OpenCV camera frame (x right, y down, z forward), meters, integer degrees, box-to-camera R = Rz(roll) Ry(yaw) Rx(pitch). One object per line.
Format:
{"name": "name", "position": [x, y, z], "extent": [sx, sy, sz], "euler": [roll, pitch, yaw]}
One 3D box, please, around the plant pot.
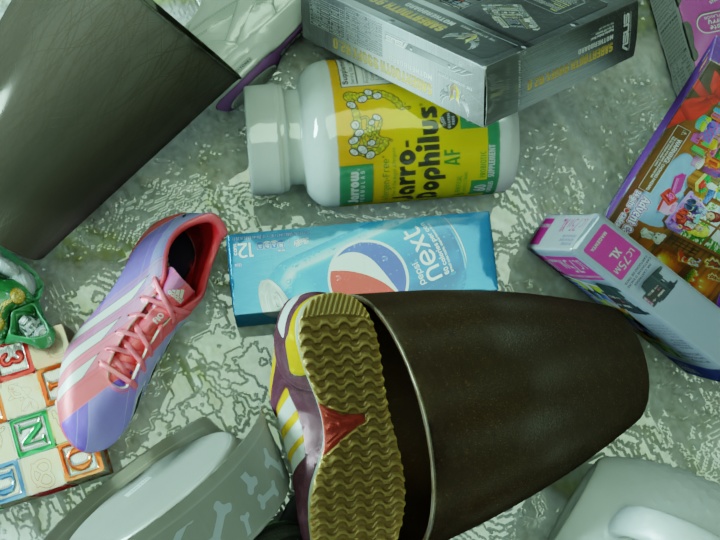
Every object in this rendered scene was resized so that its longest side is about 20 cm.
{"name": "plant pot", "position": [0.100, 0.090, 0.981], "extent": [0.200, 0.187, 0.187], "euler": [-12, 81, -21]}

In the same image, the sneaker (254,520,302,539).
{"name": "sneaker", "position": [-0.001, 0.235, 0.952], "extent": [0.200, 0.084, 0.077], "euler": [33, 66, -25]}

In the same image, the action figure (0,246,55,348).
{"name": "action figure", "position": [-0.302, -0.004, 0.965], "extent": [0.200, 0.055, 0.118], "euler": [33, 77, 0]}

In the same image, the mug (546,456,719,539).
{"name": "mug", "position": [0.225, 0.209, 0.943], "extent": [0.175, 0.200, 0.148], "euler": [31, 75, 9]}

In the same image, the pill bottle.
{"name": "pill bottle", "position": [0.013, -0.107, 1.028], "extent": [0.200, 0.113, 0.113], "euler": [-5, 80, -5]}

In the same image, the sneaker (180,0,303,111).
{"name": "sneaker", "position": [-0.074, -0.222, 1.062], "extent": [0.100, 0.075, 0.200], "euler": [42, 80, 6]}

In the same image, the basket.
{"name": "basket", "position": [-0.216, -0.120, 0.980], "extent": [0.180, 0.136, 0.200], "euler": [42, 95, 15]}

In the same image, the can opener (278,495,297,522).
{"name": "can opener", "position": [-0.075, 0.265, 0.995], "extent": [0.053, 0.067, 0.200], "euler": [27, 67, 1]}

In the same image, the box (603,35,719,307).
{"name": "box", "position": [0.274, -0.060, 1.000], "extent": [0.137, 0.200, 0.039], "euler": [26, 44, 2]}

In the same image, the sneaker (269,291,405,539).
{"name": "sneaker", "position": [-0.020, 0.114, 0.931], "extent": [0.075, 0.090, 0.200], "euler": [-2, 88, -21]}

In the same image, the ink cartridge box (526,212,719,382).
{"name": "ink cartridge box", "position": [0.224, 0.030, 1.000], "extent": [0.200, 0.119, 0.042], "euler": [35, 87, -8]}

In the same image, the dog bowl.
{"name": "dog bowl", "position": [-0.136, 0.172, 0.935], "extent": [0.200, 0.200, 0.059], "euler": [-35, 100, -8]}

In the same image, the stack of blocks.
{"name": "stack of blocks", "position": [-0.269, 0.073, 1.007], "extent": [0.115, 0.059, 0.200], "euler": [-18, 81, -7]}

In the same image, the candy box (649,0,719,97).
{"name": "candy box", "position": [0.326, -0.152, 1.080], "extent": [0.136, 0.061, 0.200], "euler": [-13, 82, -6]}

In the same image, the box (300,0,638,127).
{"name": "box", "position": [0.078, -0.186, 0.997], "extent": [0.158, 0.048, 0.200], "euler": [-29, 43, -31]}

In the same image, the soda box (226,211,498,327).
{"name": "soda box", "position": [0.000, 0.000, 1.031], "extent": [0.200, 0.068, 0.064], "euler": [-6, 80, -4]}

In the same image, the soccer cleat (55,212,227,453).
{"name": "soccer cleat", "position": [-0.159, 0.039, 0.981], "extent": [0.067, 0.076, 0.200], "euler": [40, 54, -25]}
